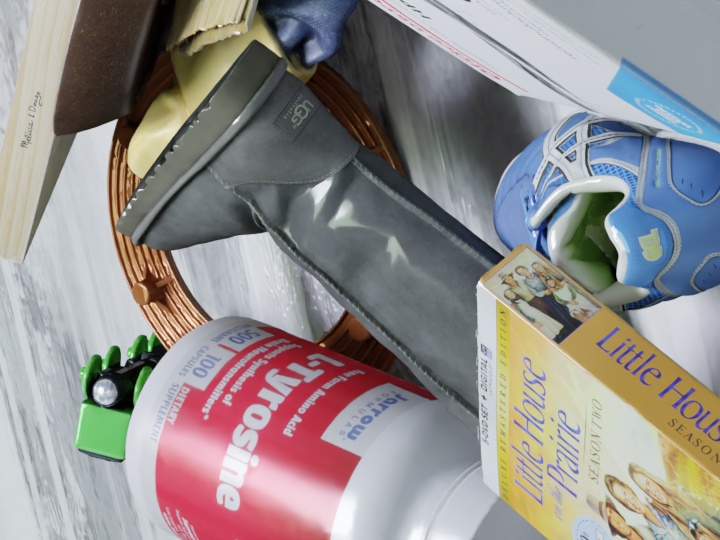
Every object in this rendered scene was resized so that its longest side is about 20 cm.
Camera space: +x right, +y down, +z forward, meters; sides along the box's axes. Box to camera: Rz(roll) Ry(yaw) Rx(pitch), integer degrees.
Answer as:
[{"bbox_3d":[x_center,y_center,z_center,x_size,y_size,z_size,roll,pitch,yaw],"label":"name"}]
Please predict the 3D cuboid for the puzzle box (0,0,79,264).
[{"bbox_3d":[-0.140,-0.118,1.261,0.133,0.025,0.200,-74,3,-49],"label":"puzzle box"}]

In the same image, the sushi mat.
[{"bbox_3d":[-0.040,-0.194,1.146,0.096,0.012,0.201,-4,69,68],"label":"sushi mat"}]

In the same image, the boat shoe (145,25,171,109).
[{"bbox_3d":[-0.099,-0.117,1.380,0.200,0.073,0.074,67,159,1],"label":"boat shoe"}]

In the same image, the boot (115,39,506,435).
[{"bbox_3d":[-0.001,0.002,1.139,0.200,0.073,0.182,36,158,-7],"label":"boot"}]

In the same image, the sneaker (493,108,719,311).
[{"bbox_3d":[0.092,-0.025,0.999,0.200,0.077,0.076,-3,104,69],"label":"sneaker"}]

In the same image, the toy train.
[{"bbox_3d":[-0.107,0.063,1.412,0.200,0.042,0.057,-24,-55,-74],"label":"toy train"}]

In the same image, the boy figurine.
[{"bbox_3d":[-0.044,-0.099,1.203,0.200,0.064,0.125,-54,54,40],"label":"boy figurine"}]

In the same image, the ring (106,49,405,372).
[{"bbox_3d":[-0.055,-0.021,1.299,0.200,0.019,0.201,14,113,36],"label":"ring"}]

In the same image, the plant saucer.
[{"bbox_3d":[-0.095,-0.153,1.202,0.200,0.034,0.201,-163,90,-87],"label":"plant saucer"}]

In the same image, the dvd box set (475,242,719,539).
[{"bbox_3d":[0.122,0.094,0.960,0.200,0.029,0.146,40,156,26],"label":"dvd box set"}]

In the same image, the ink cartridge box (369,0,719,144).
[{"bbox_3d":[0.061,-0.111,0.950,0.068,0.116,0.200,-61,28,-4],"label":"ink cartridge box"}]

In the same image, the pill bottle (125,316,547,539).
[{"bbox_3d":[-0.004,0.101,1.204,0.200,0.112,0.113,20,126,37],"label":"pill bottle"}]
